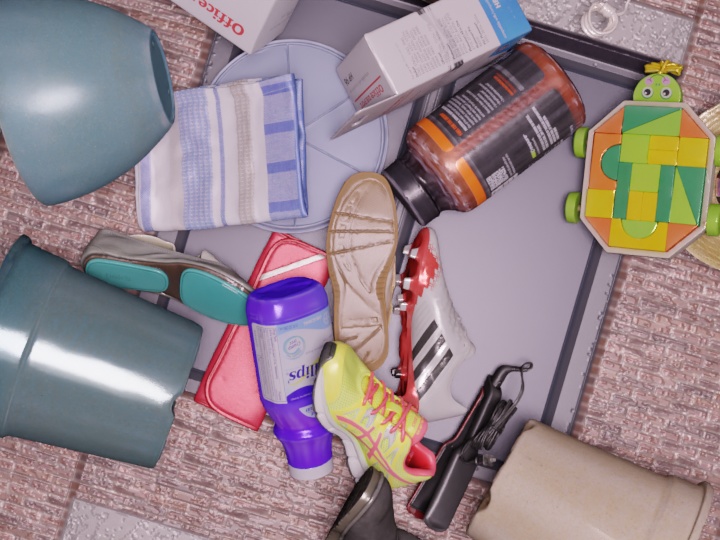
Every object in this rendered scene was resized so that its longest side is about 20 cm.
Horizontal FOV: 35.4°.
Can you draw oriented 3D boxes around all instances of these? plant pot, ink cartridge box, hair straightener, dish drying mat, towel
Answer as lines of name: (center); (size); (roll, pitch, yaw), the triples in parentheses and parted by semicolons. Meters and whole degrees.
plant pot: (-0.267, 0.092, 1.097); (0.195, 0.200, 0.201); (20, 89, -9)
ink cartridge box: (0.052, -0.208, 1.109); (0.199, 0.116, 0.068); (-28, 91, -17)
ink cartridge box: (-0.111, -0.335, 1.096); (0.144, 0.085, 0.200); (34, 129, 1)
hair straightener: (0.125, 0.179, 1.151); (0.041, 0.077, 0.200); (38, 84, -29)
plant pot: (0.212, 0.247, 1.105); (0.183, 0.200, 0.201); (30, 89, 12)
dish drying mat: (-0.099, 0.061, 1.175); (0.077, 0.018, 0.201); (25, 89, -1)
plant pot: (-0.254, -0.173, 1.082); (0.134, 0.200, 0.201); (-11, 89, 1)
towel: (-0.145, -0.117, 1.135); (0.199, 0.024, 0.148); (-3, 90, 25)

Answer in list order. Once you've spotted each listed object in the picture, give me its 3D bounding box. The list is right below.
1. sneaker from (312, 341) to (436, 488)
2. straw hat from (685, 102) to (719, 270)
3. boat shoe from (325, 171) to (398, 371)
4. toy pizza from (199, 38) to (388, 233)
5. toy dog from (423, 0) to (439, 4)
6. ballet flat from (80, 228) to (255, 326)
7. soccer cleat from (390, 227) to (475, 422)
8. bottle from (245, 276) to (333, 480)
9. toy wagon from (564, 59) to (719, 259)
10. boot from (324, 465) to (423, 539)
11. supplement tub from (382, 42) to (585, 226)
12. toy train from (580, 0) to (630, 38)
sneaker: (0.019, 0.140, 1.103); (0.090, 0.078, 0.200); (-6, 133, 25)
straw hat: (0.413, -0.086, 1.149); (0.200, 0.085, 0.202); (-1, 87, 25)
boat shoe: (0.000, 0.000, 1.151); (0.073, 0.069, 0.201); (4, 94, -2)
toy pizza: (-0.071, -0.138, 1.172); (0.199, 0.032, 0.201); (0, 89, 1)
toy dog: (0.044, -0.355, 1.125); (0.200, 0.140, 0.194); (45, 106, 0)
ballet flat: (-0.184, -0.001, 1.154); (0.199, 0.068, 0.064); (15, 44, 0)
soccer cleat: (0.078, 0.057, 1.157); (0.085, 0.069, 0.201); (3, 92, -9)
bottle: (-0.062, 0.111, 1.131); (0.083, 0.065, 0.201); (-20, 111, -36)
toy wagon: (0.290, -0.115, 1.139); (0.155, 0.040, 0.201); (7, 91, 25)
boot: (0.068, 0.284, 1.109); (0.199, 0.182, 0.073); (31, 61, 7)
supplement tub: (0.120, -0.132, 1.136); (0.200, 0.107, 0.107); (-37, 90, -1)
toy train: (0.223, -0.343, 1.170); (0.150, 0.056, 0.200); (-37, 89, 4)
